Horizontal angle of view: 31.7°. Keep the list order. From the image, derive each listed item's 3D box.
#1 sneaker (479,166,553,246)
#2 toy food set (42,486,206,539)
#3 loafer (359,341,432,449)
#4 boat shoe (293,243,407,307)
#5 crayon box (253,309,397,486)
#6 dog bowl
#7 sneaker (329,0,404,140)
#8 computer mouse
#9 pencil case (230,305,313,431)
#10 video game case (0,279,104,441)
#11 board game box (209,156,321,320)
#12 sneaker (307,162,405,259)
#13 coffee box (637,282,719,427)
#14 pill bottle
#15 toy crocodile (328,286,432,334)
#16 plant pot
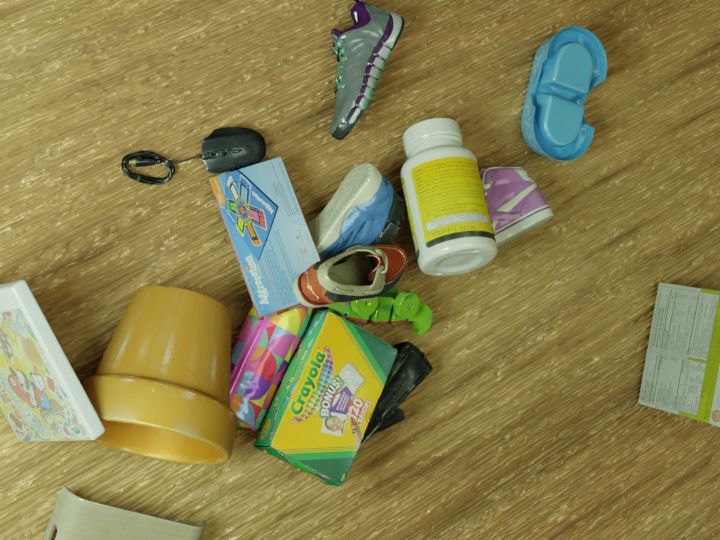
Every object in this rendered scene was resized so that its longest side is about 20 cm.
[{"bbox_3d":[0.168,-0.081,1.832,0.200,0.073,0.115,-28,85,-18],"label":"sneaker"},{"bbox_3d":[-0.308,0.364,1.616,0.199,0.060,0.144,19,95,-25],"label":"toy food set"},{"bbox_3d":[0.031,0.192,1.764,0.070,0.068,0.201,41,71,-14],"label":"loafer"},{"bbox_3d":[0.000,0.000,1.630,0.200,0.062,0.071,-16,77,-48],"label":"boat shoe"},{"bbox_3d":[-0.045,0.168,1.679,0.119,0.058,0.201,31,70,-21],"label":"crayon box"},{"bbox_3d":[0.299,-0.262,1.889,0.111,0.050,0.201,14,87,-26],"label":"dog bowl"},{"bbox_3d":[-0.016,-0.276,1.729,0.087,0.074,0.201,27,72,-8],"label":"sneaker"},{"bbox_3d":[-0.212,-0.148,1.646,0.199,0.034,0.059,-15,100,-25],"label":"computer mouse"},{"bbox_3d":[-0.133,0.109,1.670,0.088,0.088,0.201,27,80,-25],"label":"pencil case"},{"bbox_3d":[-0.397,0.111,1.484,0.023,0.182,0.201,-37,109,-39],"label":"video game case"},{"bbox_3d":[-0.117,-0.043,1.649,0.102,0.019,0.201,-17,75,-13],"label":"board game box"},{"bbox_3d":[-0.019,-0.039,1.723,0.200,0.077,0.111,-51,124,-5],"label":"sneaker"},{"bbox_3d":[0.581,0.137,1.967,0.199,0.198,0.201,10,90,-28],"label":"coffee box"},{"bbox_3d":[0.116,-0.103,1.745,0.111,0.111,0.201,-2,69,-27],"label":"pill bottle"},{"bbox_3d":[0.017,0.050,1.739,0.199,0.067,0.062,7,100,-41],"label":"toy crocodile"},{"bbox_3d":[-0.241,0.125,1.569,0.199,0.200,0.184,21,67,-26],"label":"plant pot"}]
